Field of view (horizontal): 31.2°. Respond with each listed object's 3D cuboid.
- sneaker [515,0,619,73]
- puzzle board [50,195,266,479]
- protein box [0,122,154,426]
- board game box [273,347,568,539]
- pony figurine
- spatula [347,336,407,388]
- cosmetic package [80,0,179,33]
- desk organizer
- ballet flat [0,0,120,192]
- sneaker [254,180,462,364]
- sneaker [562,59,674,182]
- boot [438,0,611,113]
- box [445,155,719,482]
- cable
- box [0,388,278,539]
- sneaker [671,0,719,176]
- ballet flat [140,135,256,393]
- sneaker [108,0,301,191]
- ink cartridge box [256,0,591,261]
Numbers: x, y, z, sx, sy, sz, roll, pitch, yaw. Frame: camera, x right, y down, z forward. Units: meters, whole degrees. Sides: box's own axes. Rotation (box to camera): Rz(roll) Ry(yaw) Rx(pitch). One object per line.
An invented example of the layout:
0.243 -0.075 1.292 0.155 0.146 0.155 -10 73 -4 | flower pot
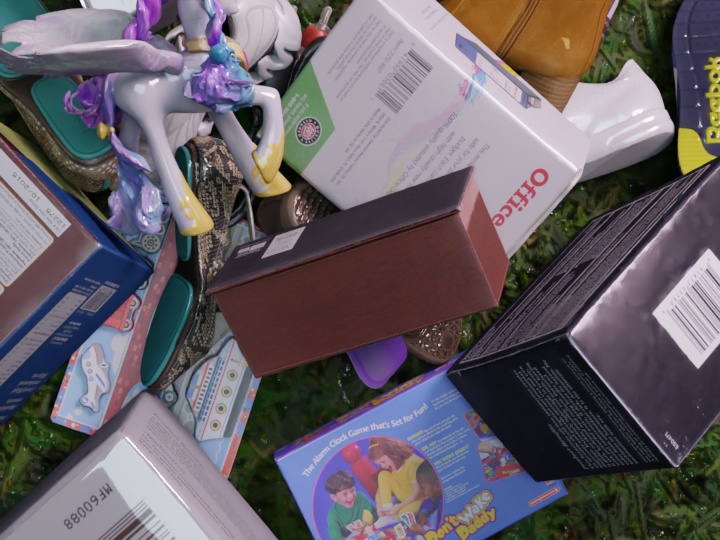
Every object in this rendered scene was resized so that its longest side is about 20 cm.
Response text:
0.113 -0.221 1.022 0.197 0.076 0.117 17 92 -6 | sneaker
-0.144 0.048 1.028 0.149 0.017 0.203 19 89 -5 | puzzle board
-0.276 0.016 0.915 0.200 0.199 0.135 -44 86 -2 | protein box
0.047 0.162 1.033 0.198 0.045 0.136 -27 93 -5 | board game box
-0.142 -0.126 0.869 0.190 0.167 0.203 -14 113 -10 | pony figurine
0.058 0.022 1.002 0.199 0.020 0.057 -36 107 -32 | spatula
-0.124 -0.252 0.980 0.198 0.113 0.082 -27 94 -2 | cosmetic package
0.000 0.004 0.911 0.197 0.072 0.078 -17 112 22 | desk organizer
-0.242 -0.136 0.984 0.070 0.066 0.201 -24 65 -20 | ballet flat
0.000 0.000 1.022 0.200 0.075 0.071 45 64 -25 | sneaker
0.145 -0.109 1.036 0.197 0.075 0.090 -19 72 -2 | sneaker
0.089 -0.206 0.977 0.199 0.071 0.146 25 120 13 | boot
0.198 0.041 0.946 0.200 0.198 0.124 -43 96 -22 | box
-0.071 -0.125 1.026 0.096 0.050 0.203 17 95 -19 | cable
-0.172 0.235 0.942 0.199 0.171 0.200 -40 96 2 | box
0.288 -0.144 1.045 0.073 0.082 0.203 4 71 19 | sneaker
-0.116 0.000 0.985 0.074 0.068 0.203 5 104 -27 | ballet flat
-0.136 -0.138 0.973 0.200 0.081 0.075 -46 67 15 | sneaker
0.048 -0.096 0.943 0.199 0.088 0.146 41 117 -1 | ink cartridge box
